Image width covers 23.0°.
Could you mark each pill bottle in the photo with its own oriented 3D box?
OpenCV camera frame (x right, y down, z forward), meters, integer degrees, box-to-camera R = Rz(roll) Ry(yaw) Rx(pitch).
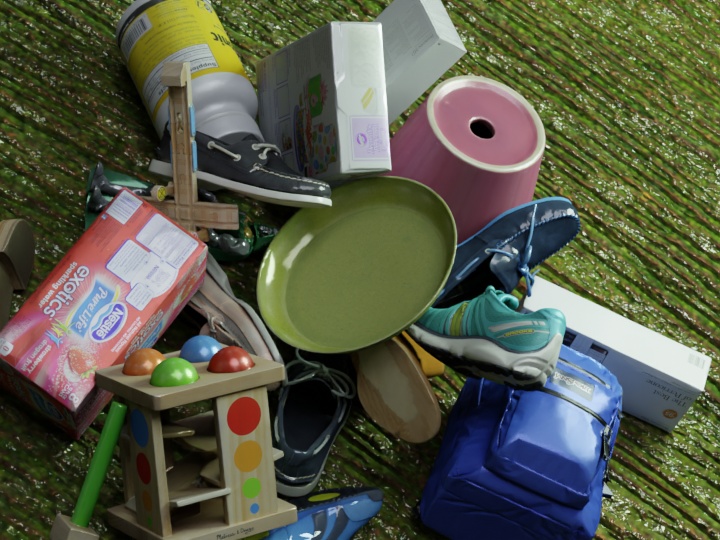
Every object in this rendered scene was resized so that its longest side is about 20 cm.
[{"bbox_3d":[-0.172,-0.188,1.826,0.111,0.112,0.201,-9,56,-27],"label":"pill bottle"}]

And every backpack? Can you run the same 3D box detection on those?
[{"bbox_3d":[0.169,0.157,1.650,0.162,0.168,0.201,29,46,-7],"label":"backpack"}]

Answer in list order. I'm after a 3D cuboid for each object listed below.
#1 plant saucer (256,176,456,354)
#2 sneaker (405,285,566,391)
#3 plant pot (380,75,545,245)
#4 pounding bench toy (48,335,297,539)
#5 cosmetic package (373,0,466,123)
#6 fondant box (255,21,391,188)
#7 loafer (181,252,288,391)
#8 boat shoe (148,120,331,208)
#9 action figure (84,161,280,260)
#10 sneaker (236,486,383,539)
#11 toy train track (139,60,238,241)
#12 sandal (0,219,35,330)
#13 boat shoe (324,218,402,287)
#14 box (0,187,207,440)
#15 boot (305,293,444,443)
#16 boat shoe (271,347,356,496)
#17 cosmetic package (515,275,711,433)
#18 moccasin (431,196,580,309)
[{"bbox_3d":[0.000,0.000,1.636,0.199,0.031,0.201,-14,49,17],"label":"plant saucer"},{"bbox_3d":[0.111,0.055,1.606,0.077,0.199,0.080,37,75,-39],"label":"sneaker"},{"bbox_3d":[0.100,-0.093,1.814,0.199,0.179,0.201,11,49,-14],"label":"plant pot"},{"bbox_3d":[-0.173,0.148,1.495,0.199,0.157,0.124,-12,14,-32],"label":"pounding bench toy"},{"bbox_3d":[0.015,-0.198,1.848,0.050,0.200,0.083,21,37,-44],"label":"cosmetic package"},{"bbox_3d":[-0.040,-0.154,1.746,0.058,0.200,0.145,-3,86,-24],"label":"fondant box"},{"bbox_3d":[-0.134,0.055,1.668,0.063,0.072,0.200,-24,43,-16],"label":"loafer"},{"bbox_3d":[-0.112,-0.101,1.689,0.199,0.061,0.074,13,-3,31],"label":"boat shoe"},{"bbox_3d":[-0.173,-0.054,1.759,0.199,0.055,0.118,16,36,-16],"label":"action figure"},{"bbox_3d":[-0.055,0.246,1.570,0.199,0.066,0.079,-17,95,-42],"label":"sneaker"},{"bbox_3d":[-0.172,-0.094,1.653,0.114,0.201,0.032,6,15,30],"label":"toy train track"},{"bbox_3d":[-0.363,0.034,1.623,0.069,0.078,0.212,-4,40,16],"label":"sandal"},{"bbox_3d":[-0.011,-0.020,1.720,0.071,0.066,0.201,-3,15,-31],"label":"boat shoe"},{"bbox_3d":[-0.235,0.040,1.597,0.099,0.096,0.200,34,68,7],"label":"box"},{"bbox_3d":[0.044,0.091,1.675,0.144,0.071,0.201,15,26,-53],"label":"boot"},{"bbox_3d":[-0.046,0.121,1.655,0.074,0.062,0.200,21,41,3],"label":"boat shoe"},{"bbox_3d":[0.246,0.087,1.791,0.199,0.083,0.051,25,50,0],"label":"cosmetic package"},{"bbox_3d":[0.134,0.003,1.743,0.199,0.081,0.068,-32,42,2],"label":"moccasin"}]
